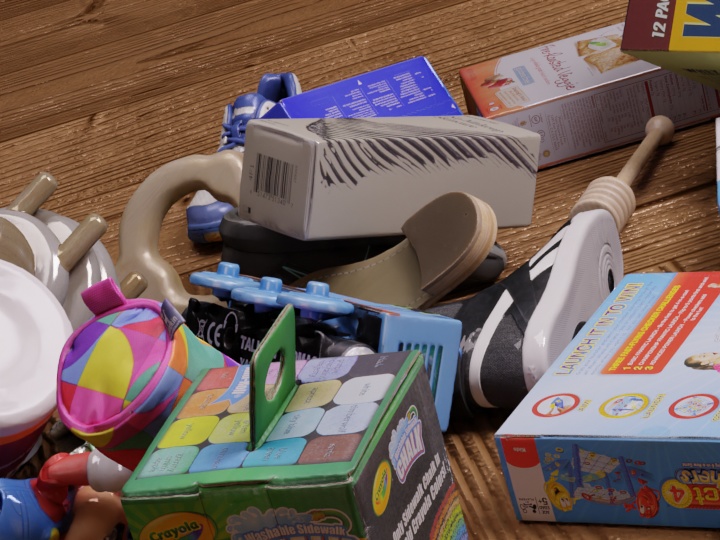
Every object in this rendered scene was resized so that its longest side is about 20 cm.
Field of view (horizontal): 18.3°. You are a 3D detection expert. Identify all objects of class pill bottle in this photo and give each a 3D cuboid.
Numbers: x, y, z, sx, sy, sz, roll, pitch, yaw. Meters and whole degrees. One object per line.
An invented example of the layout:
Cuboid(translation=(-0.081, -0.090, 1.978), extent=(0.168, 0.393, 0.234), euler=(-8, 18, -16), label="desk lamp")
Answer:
Cuboid(translation=(-0.248, 0.087, 1.315), extent=(0.114, 0.114, 0.200), euler=(-34, -12, -38), label="pill bottle")

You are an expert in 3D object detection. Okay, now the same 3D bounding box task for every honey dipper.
Cuboid(translation=(0.193, -0.072, 1.617), extent=(0.038, 0.038, 0.200), euler=(-6, 22, 24), label="honey dipper")

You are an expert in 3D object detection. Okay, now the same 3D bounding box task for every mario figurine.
Cuboid(translation=(-0.175, 0.152, 1.235), extent=(0.199, 0.106, 0.123), euler=(-3, -7, -32), label="mario figurine")

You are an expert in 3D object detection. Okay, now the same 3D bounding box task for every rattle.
Cuboid(translation=(-0.128, -0.005, 1.637), extent=(0.200, 0.130, 0.143), euler=(-36, 3, 21), label="rattle")

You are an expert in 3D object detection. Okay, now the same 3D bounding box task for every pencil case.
Cuboid(translation=(-0.077, 0.084, 1.204), extent=(0.088, 0.200, 0.089), euler=(-20, 50, 26), label="pencil case")

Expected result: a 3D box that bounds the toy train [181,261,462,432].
Cuboid(translation=(-0.031, 0.048, 1.352), extent=(0.114, 0.087, 0.200), euler=(8, 1, -33), label="toy train")

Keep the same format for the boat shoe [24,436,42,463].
Cuboid(translation=(-0.259, 0.069, 1.518), extent=(0.074, 0.086, 0.202), euler=(-16, 21, 0), label="boat shoe")

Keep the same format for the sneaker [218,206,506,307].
Cuboid(translation=(0.000, 0.000, 1.537), extent=(0.199, 0.080, 0.075), euler=(3, 13, -7), label="sneaker")

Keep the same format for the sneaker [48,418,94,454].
Cuboid(translation=(-0.135, 0.112, 1.368), extent=(0.088, 0.077, 0.200), euler=(-33, 19, -16), label="sneaker")

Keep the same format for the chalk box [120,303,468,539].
Cuboid(translation=(-0.030, 0.118, 1.084), extent=(0.123, 0.201, 0.125), euler=(-7, 23, 21), label="chalk box")

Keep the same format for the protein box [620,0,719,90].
Cuboid(translation=(0.326, -0.194, 1.565), extent=(0.198, 0.136, 0.200), euler=(7, -5, 45), label="protein box")

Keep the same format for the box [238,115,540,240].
Cuboid(translation=(0.021, -0.064, 1.497), extent=(0.199, 0.069, 0.082), euler=(-5, 17, -40), label="box")

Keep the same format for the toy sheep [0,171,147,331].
Cuboid(translation=(-0.210, 0.022, 1.424), extent=(0.137, 0.200, 0.138), euler=(-6, 62, 13), label="toy sheep")

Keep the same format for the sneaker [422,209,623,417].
Cuboid(translation=(0.093, 0.021, 1.409), extent=(0.111, 0.073, 0.200), euler=(-7, 23, 24), label="sneaker")

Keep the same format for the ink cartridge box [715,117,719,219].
Cuboid(translation=(0.295, -0.062, 1.479), extent=(0.115, 0.067, 0.200), euler=(-11, 22, 12), label="ink cartridge box")

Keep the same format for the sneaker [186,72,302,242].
Cuboid(translation=(-0.095, -0.093, 1.798), extent=(0.075, 0.088, 0.200), euler=(-4, 26, 22), label="sneaker")

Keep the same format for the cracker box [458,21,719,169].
Cuboid(translation=(0.187, -0.143, 1.765), extent=(0.199, 0.058, 0.134), euler=(-16, 22, -1), label="cracker box")

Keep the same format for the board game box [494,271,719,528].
Cuboid(translation=(0.205, 0.067, 1.242), extent=(0.195, 0.056, 0.200), euler=(-2, 26, 33), label="board game box")

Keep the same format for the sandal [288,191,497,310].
Cuboid(translation=(0.019, 0.026, 1.461), extent=(0.211, 0.070, 0.078), euler=(-34, 52, 29), label="sandal")

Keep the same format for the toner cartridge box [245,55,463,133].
Cuboid(translation=(0.008, -0.094, 1.657), extent=(0.043, 0.095, 0.200), euler=(-37, -8, 35), label="toner cartridge box")
